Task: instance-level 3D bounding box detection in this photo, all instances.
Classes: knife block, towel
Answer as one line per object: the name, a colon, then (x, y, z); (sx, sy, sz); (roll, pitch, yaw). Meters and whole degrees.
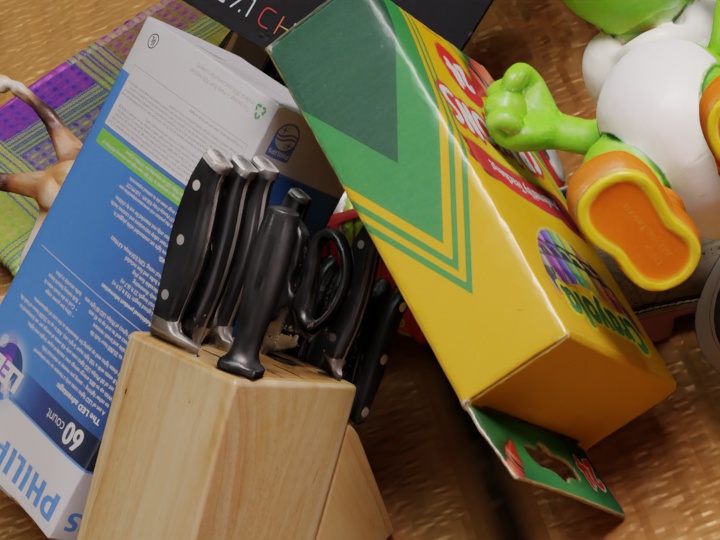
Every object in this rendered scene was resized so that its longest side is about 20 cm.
knife block: (-0.061, 0.062, 0.928); (0.064, 0.176, 0.200); (22, 55, 42)
towel: (-0.120, -0.073, 1.242); (0.200, 0.023, 0.144); (-35, 41, -16)

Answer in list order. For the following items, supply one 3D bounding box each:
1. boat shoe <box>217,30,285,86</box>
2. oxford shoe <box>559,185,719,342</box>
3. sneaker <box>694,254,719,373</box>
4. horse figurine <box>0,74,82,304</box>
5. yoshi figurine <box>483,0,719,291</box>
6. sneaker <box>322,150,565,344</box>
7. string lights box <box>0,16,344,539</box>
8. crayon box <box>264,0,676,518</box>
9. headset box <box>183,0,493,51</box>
boat shoe: (-0.058, -0.066, 1.160); (0.200, 0.071, 0.064); (-58, 5, -11)
oxford shoe: (0.157, -0.027, 1.015); (0.199, 0.074, 0.071); (-21, 38, 0)
sneaker: (0.208, -0.050, 0.927); (0.146, 0.077, 0.203); (156, 137, -78)
horse figurine: (-0.152, -0.003, 1.106); (0.132, 0.050, 0.201); (23, 91, 26)
yoshi figurine: (0.109, -0.086, 0.926); (0.112, 0.112, 0.200); (12, 27, -6)
sneaker: (0.000, 0.000, 1.061); (0.199, 0.077, 0.085); (-30, 70, 6)
string lights box: (-0.090, 0.007, 1.013); (0.103, 0.059, 0.201); (37, 102, 44)
crayon box: (0.052, -0.006, 0.934); (0.051, 0.127, 0.201); (-35, 67, 15)
headset box: (0.005, -0.195, 1.060); (0.200, 0.174, 0.093); (-56, 5, 24)
